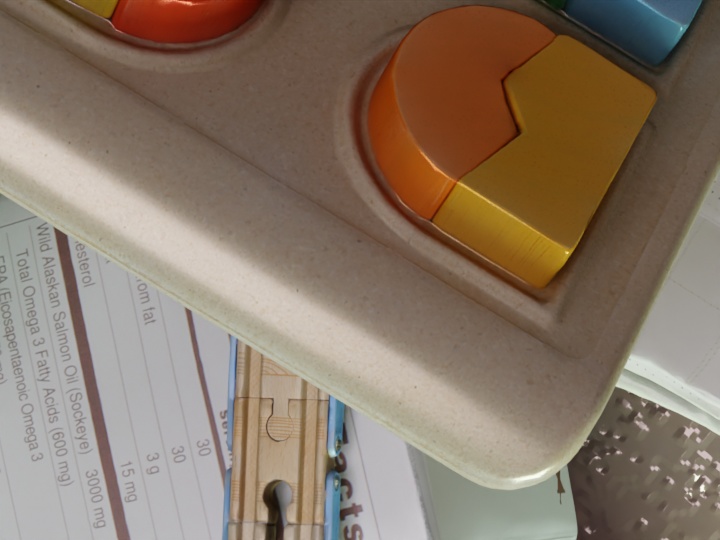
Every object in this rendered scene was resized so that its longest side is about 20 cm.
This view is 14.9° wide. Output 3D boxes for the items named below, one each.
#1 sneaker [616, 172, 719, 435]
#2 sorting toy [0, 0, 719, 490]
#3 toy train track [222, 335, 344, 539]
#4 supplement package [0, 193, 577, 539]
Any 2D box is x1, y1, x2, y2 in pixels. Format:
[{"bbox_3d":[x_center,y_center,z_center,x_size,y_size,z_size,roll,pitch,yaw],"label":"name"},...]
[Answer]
[{"bbox_3d":[0.140,0.002,0.703,0.200,0.074,0.116,10,78,19],"label":"sneaker"},{"bbox_3d":[0.004,-0.075,0.612,0.185,0.200,0.036,32,146,-1],"label":"sorting toy"},{"bbox_3d":[-0.020,0.015,0.628,0.114,0.033,0.201,1,86,19],"label":"toy train track"},{"bbox_3d":[-0.062,0.040,0.723,0.200,0.117,0.118,-16,81,19],"label":"supplement package"}]
